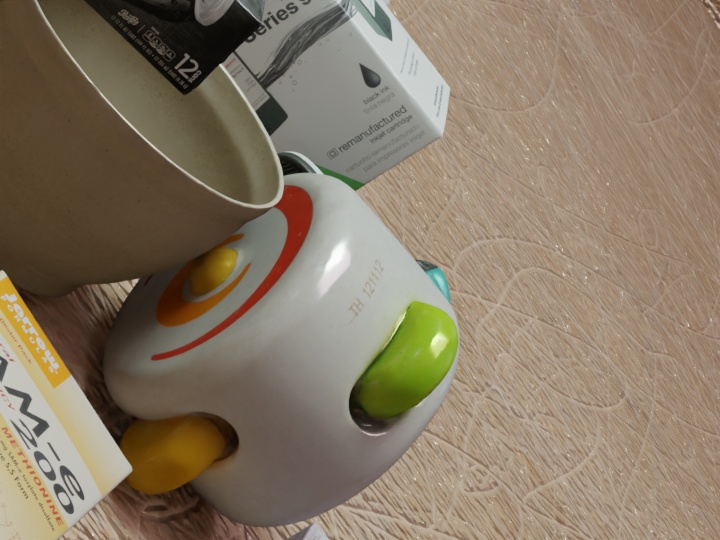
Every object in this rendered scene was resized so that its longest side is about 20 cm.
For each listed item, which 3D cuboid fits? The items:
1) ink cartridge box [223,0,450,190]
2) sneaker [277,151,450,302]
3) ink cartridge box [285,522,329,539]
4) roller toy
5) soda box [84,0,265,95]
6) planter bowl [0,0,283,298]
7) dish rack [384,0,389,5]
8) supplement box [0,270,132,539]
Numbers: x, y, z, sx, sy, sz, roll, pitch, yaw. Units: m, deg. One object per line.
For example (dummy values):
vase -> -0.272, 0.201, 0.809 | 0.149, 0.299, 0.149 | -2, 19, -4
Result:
ink cartridge box -> -0.054, -0.149, 1.781 | 0.200, 0.146, 0.084 | 50, 23, -20
sneaker -> 0.000, 0.000, 1.776 | 0.200, 0.084, 0.121 | 65, 25, -5
ink cartridge box -> -0.037, 0.225, 1.427 | 0.094, 0.044, 0.200 | 54, 21, -7
roller toy -> -0.051, 0.042, 1.461 | 0.140, 0.200, 0.182 | 49, 12, -25
soda box -> -0.142, -0.192, 1.389 | 0.200, 0.063, 0.071 | 43, 18, -16
planter bowl -> -0.160, -0.071, 1.420 | 0.200, 0.135, 0.200 | 44, 18, -18
dish rack -> -0.054, -0.267, 2.098 | 0.172, 0.044, 0.200 | 56, 20, -7
supplement box -> -0.199, 0.089, 1.203 | 0.126, 0.073, 0.200 | 57, 20, -4
